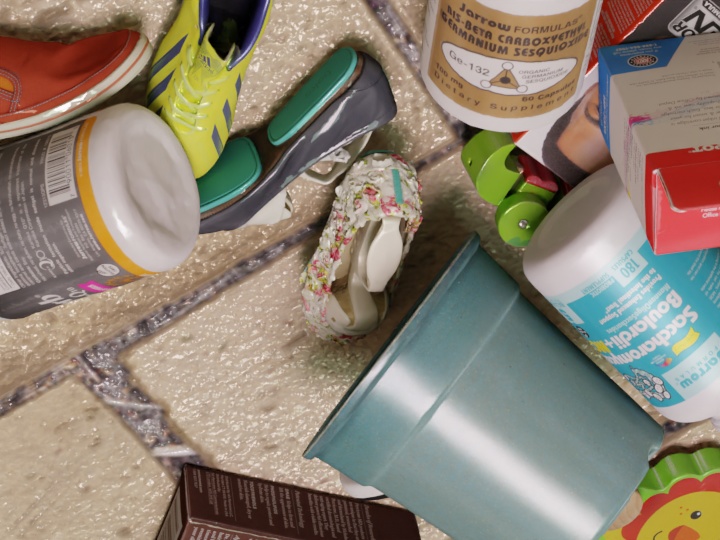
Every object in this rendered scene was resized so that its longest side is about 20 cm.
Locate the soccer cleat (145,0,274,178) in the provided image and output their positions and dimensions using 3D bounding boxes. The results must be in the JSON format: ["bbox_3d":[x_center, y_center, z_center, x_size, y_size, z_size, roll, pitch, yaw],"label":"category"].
[{"bbox_3d":[-0.103,-0.141,1.544,0.064,0.084,0.201,14,121,-11],"label":"soccer cleat"}]

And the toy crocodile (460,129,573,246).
[{"bbox_3d":[0.150,-0.039,1.665,0.200,0.068,0.062,30,115,-25],"label":"toy crocodile"}]

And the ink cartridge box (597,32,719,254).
[{"bbox_3d":[0.231,-0.076,1.495,0.116,0.200,0.067,-7,126,-4],"label":"ink cartridge box"}]

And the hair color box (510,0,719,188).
[{"bbox_3d":[0.204,-0.144,1.604,0.101,0.061,0.200,33,115,-28],"label":"hair color box"}]

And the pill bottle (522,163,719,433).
[{"bbox_3d":[0.214,0.028,1.595,0.111,0.111,0.200,-41,104,19],"label":"pill bottle"}]

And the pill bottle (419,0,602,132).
[{"bbox_3d":[0.103,-0.193,1.490,0.114,0.115,0.200,-2,143,-7],"label":"pill bottle"}]

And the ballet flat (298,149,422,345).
[{"bbox_3d":[0.000,0.000,1.646,0.075,0.064,0.200,-4,139,-15],"label":"ballet flat"}]

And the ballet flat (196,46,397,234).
[{"bbox_3d":[-0.055,-0.073,1.612,0.200,0.073,0.073,-38,122,15],"label":"ballet flat"}]

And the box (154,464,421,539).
[{"bbox_3d":[-0.059,0.228,1.819,0.199,0.075,0.100,15,121,-16],"label":"box"}]

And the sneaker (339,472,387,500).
[{"bbox_3d":[0.093,0.153,1.787,0.199,0.073,0.112,-27,123,8],"label":"sneaker"}]

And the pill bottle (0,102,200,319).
[{"bbox_3d":[-0.217,-0.033,1.564,0.199,0.117,0.117,-17,128,27],"label":"pill bottle"}]

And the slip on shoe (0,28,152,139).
[{"bbox_3d":[-0.237,-0.129,1.546,0.199,0.074,0.061,-13,119,5],"label":"slip on shoe"}]

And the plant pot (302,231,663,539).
[{"bbox_3d":[0.095,0.112,1.638,0.196,0.200,0.200,39,114,0],"label":"plant pot"}]

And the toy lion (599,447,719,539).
[{"bbox_3d":[0.229,0.221,1.869,0.191,0.069,0.200,16,121,-28],"label":"toy lion"}]
